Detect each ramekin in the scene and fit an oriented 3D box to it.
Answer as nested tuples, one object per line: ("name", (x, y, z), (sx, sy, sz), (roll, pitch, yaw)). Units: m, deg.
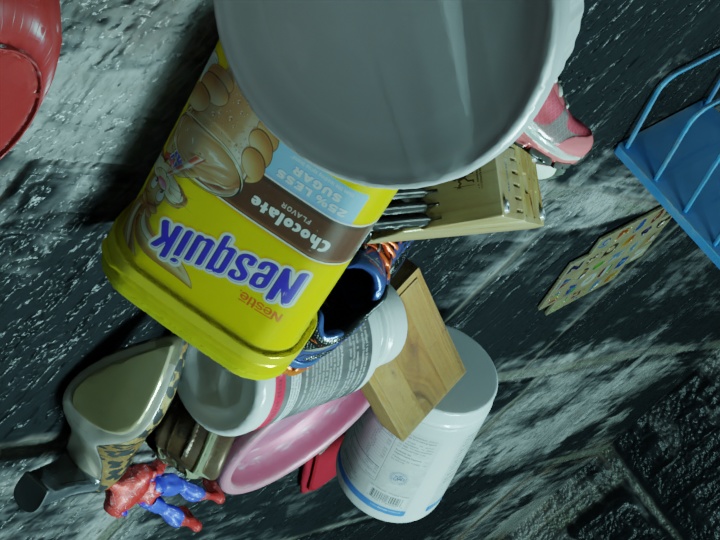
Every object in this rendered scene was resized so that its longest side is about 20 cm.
("ramekin", (0.029, -0.150, 0.847), (0.203, 0.202, 0.094), (-49, 170, 31))

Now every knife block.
("knife block", (0.035, -0.056, 1.195), (0.174, 0.065, 0.200), (-8, 177, 19))

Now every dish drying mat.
("dish drying mat", (-0.034, 0.210, 1.858), (0.077, 0.018, 0.200), (-34, 161, -19))

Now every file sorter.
("file sorter", (0.385, -0.110, 1.593), (0.138, 0.200, 0.123), (-27, 157, -29))

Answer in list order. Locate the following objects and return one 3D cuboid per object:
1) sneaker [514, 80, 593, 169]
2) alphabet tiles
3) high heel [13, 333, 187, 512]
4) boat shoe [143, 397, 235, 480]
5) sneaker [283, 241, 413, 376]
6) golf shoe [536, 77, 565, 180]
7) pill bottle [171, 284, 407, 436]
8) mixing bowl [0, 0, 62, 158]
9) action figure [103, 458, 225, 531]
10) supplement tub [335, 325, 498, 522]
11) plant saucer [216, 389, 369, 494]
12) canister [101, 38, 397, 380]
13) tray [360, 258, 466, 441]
("sneaker", (0.114, -0.141, 1.131), (0.199, 0.074, 0.087), (27, 104, -40))
("alphabet tiles", (0.310, -0.015, 1.987), (0.199, 0.006, 0.167), (-25, 157, -34))
("high heel", (-0.185, 0.110, 1.280), (0.200, 0.071, 0.142), (-46, 170, 18))
("boat shoe", (-0.155, 0.136, 1.371), (0.202, 0.074, 0.075), (149, -37, -76))
("sneaker", (0.000, 0.000, 1.230), (0.078, 0.075, 0.201), (-17, -146, 54))
("golf shoe", (0.118, -0.125, 1.283), (0.087, 0.078, 0.200), (-22, 155, 2))
("pill bottle", (-0.053, 0.060, 1.315), (0.199, 0.111, 0.111), (-16, 152, -48))
("mixing bowl", (-0.201, -0.098, 0.666), (0.199, 0.109, 0.200), (-35, 162, -13))
("action figure", (-0.198, 0.208, 1.498), (0.065, 0.052, 0.200), (-45, 156, 5))
("supplement tub", (0.058, 0.168, 1.721), (0.131, 0.132, 0.201), (-22, 149, -39))
("plant saucer", (-0.068, 0.144, 1.585), (0.200, 0.051, 0.201), (-33, 161, -13))
("canister", (-0.062, -0.046, 0.993), (0.200, 0.148, 0.087), (-56, 180, 38))
("tray", (0.038, 0.077, 1.524), (0.099, 0.037, 0.200), (-46, 147, -13))
